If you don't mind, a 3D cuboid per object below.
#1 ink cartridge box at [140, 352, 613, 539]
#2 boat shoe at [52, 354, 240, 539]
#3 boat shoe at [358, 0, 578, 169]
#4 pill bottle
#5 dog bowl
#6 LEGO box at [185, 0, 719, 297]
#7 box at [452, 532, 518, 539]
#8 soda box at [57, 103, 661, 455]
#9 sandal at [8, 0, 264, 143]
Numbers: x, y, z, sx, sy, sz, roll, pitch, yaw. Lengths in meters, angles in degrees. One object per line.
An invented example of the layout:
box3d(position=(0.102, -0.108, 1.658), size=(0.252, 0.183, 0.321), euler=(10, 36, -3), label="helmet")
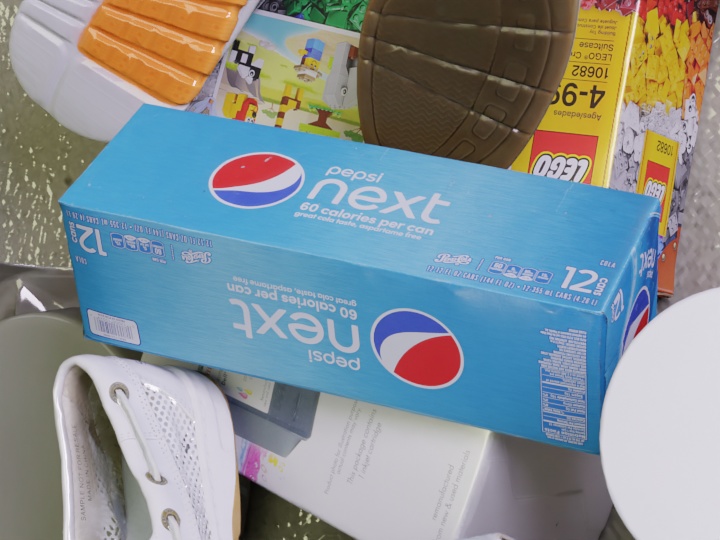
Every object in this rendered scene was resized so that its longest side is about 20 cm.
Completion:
box3d(position=(-0.007, 0.048, 0.790), size=(0.200, 0.117, 0.068), euler=(25, 102, 33), label="ink cartridge box")
box3d(position=(-0.077, 0.118, 0.691), size=(0.071, 0.069, 0.201), euler=(-39, 49, 31), label="boat shoe")
box3d(position=(0.051, -0.120, 0.697), size=(0.074, 0.066, 0.201), euler=(21, 122, 8), label="boat shoe")
box3d(position=(0.156, 0.056, 0.636), size=(0.112, 0.200, 0.113), euler=(-4, 82, 32), label="pill bottle")
box3d(position=(-0.135, 0.092, 0.902), size=(0.199, 0.059, 0.201), euler=(-4, 83, 32), label="dog bowl")
box3d(position=(0.033, -0.078, 0.805), size=(0.199, 0.077, 0.150), euler=(8, 88, 33), label="LEGO box")
box3d(position=(-0.008, 0.194, 0.653), size=(0.156, 0.041, 0.201), euler=(-19, 54, 49), label="box")
box3d(position=(0.000, 0.000, 0.704), size=(0.199, 0.068, 0.064), euler=(12, 131, 20), label="soda box")
box3d(position=(-0.059, -0.134, 0.789), size=(0.079, 0.059, 0.207), euler=(41, 119, 1), label="sandal")
